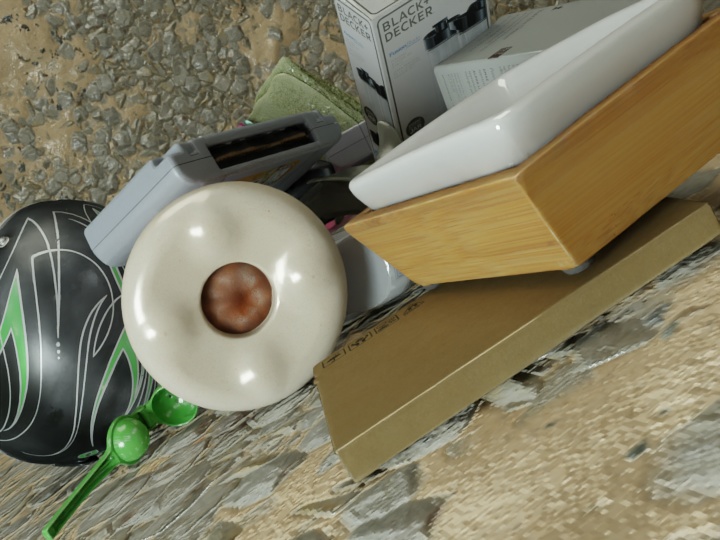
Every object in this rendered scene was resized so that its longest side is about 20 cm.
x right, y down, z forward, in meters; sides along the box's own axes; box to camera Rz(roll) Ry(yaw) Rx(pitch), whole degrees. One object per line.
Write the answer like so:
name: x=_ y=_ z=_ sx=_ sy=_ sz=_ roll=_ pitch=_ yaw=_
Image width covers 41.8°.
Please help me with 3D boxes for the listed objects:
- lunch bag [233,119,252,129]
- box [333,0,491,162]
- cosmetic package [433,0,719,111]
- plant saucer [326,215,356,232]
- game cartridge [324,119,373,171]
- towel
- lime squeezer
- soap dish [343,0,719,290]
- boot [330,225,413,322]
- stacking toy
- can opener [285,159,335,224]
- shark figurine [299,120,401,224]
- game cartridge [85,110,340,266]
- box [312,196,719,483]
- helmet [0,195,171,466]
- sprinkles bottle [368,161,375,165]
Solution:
lunch bag: x=-0.148 y=-0.045 z=1.106 sx=0.171 sy=0.121 sz=0.202 roll=-52 pitch=-17 yaw=-43
box: x=0.055 y=-0.177 z=0.817 sx=0.116 sy=0.201 sz=0.060 roll=-33 pitch=52 yaw=-14
cosmetic package: x=0.167 y=-0.151 z=0.711 sx=0.198 sy=0.082 sz=0.113 roll=1 pitch=34 yaw=47
plant saucer: x=-0.064 y=-0.002 z=0.949 sx=0.199 sy=0.051 sz=0.201 roll=-31 pitch=9 yaw=6
game cartridge: x=0.053 y=-0.158 z=0.986 sx=0.198 sy=0.042 sz=0.133 roll=-27 pitch=7 yaw=0
towel: x=-0.038 y=-0.150 z=1.104 sx=0.149 sy=0.198 sz=0.037 roll=-49 pitch=12 yaw=50
lime squeezer: x=-0.150 y=0.121 z=0.693 sx=0.199 sy=0.038 sz=0.070 roll=-35 pitch=41 yaw=-19
soap dish: x=0.093 y=-0.061 z=0.498 sx=0.157 sy=0.082 sz=0.199 roll=-36 pitch=10 yaw=-20
boot: x=0.000 y=0.000 z=0.722 sx=0.095 sy=0.075 sz=0.199 roll=-23 pitch=5 yaw=-36
stacking toy: x=-0.097 y=0.003 z=0.677 sx=0.145 sy=0.147 sz=0.200 roll=-33 pitch=16 yaw=-6
can opener: x=-0.108 y=-0.063 z=0.895 sx=0.197 sy=0.080 sz=0.063 roll=-5 pitch=18 yaw=18
shark figurine: x=-0.030 y=-0.050 z=0.787 sx=0.212 sy=0.130 sz=0.089 roll=-24 pitch=-15 yaw=28
game cartridge: x=-0.112 y=-0.064 z=0.736 sx=0.133 sy=0.042 sz=0.199 roll=-41 pitch=-8 yaw=36
box: x=0.066 y=0.022 z=0.487 sx=0.198 sy=0.021 sz=0.164 roll=-33 pitch=10 yaw=-2
helmet: x=-0.236 y=0.048 z=0.787 sx=0.191 sy=0.200 sz=0.200 roll=-43 pitch=3 yaw=31
sprinkles bottle: x=0.069 y=-0.109 z=0.997 sx=0.199 sy=0.069 sz=0.068 roll=-23 pitch=13 yaw=45
